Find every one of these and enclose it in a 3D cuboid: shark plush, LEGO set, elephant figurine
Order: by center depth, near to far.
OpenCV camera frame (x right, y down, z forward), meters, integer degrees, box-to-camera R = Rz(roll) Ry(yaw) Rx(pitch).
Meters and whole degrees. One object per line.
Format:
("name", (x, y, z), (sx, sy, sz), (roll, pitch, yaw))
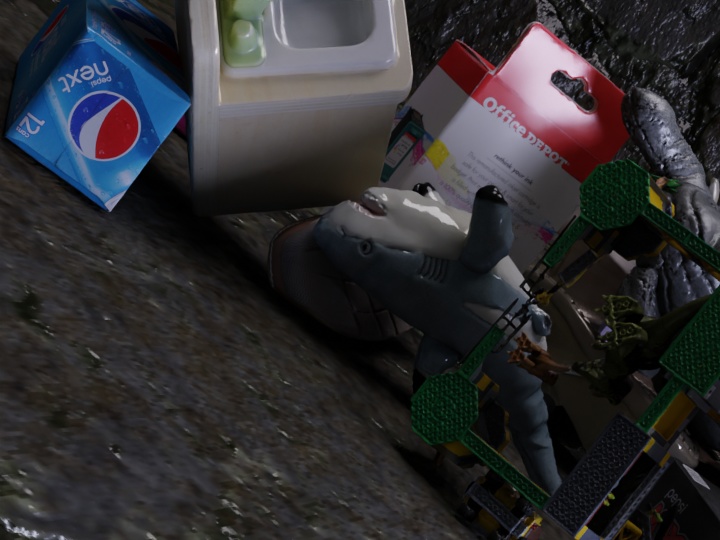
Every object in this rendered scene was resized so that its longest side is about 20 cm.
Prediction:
("LEGO set", (0.132, 0.059, 0.939), (0.153, 0.201, 0.116), (29, -7, 36))
("shark plush", (0.051, 0.036, 1.040), (0.091, 0.083, 0.201), (24, -34, 56))
("elephant figurine", (0.211, 0.015, 1.199), (0.155, 0.142, 0.200), (33, -16, 49))

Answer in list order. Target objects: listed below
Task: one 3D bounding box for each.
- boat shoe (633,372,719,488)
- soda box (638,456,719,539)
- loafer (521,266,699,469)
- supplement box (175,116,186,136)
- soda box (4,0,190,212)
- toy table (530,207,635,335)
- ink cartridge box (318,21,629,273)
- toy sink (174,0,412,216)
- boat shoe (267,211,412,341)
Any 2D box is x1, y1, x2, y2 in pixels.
("boat shoe", (0.208, 0.127, 1.276), (0.202, 0.075, 0.075), (44, 16, 24))
("soda box", (0.182, 0.172, 0.933), (0.063, 0.071, 0.200), (36, 10, -19))
("loafer", (0.136, 0.072, 1.244), (0.076, 0.068, 0.200), (48, 2, -46))
("supplement box", (-0.063, -0.127, 1.333), (0.101, 0.103, 0.200), (39, 10, -8))
("soda box", (-0.135, -0.098, 0.990), (0.064, 0.068, 0.200), (36, 9, -17))
("toy table", (0.167, -0.003, 1.460), (0.117, 0.200, 0.184), (35, 45, 5))
("ink cartridge box", (0.076, -0.063, 1.254), (0.116, 0.200, 0.067), (34, 10, -29))
("toy sink", (-0.037, -0.127, 0.995), (0.200, 0.111, 0.131), (101, -17, -68))
("boat shoe", (0.000, 0.000, 1.099), (0.071, 0.076, 0.200), (5, 0, 30))
